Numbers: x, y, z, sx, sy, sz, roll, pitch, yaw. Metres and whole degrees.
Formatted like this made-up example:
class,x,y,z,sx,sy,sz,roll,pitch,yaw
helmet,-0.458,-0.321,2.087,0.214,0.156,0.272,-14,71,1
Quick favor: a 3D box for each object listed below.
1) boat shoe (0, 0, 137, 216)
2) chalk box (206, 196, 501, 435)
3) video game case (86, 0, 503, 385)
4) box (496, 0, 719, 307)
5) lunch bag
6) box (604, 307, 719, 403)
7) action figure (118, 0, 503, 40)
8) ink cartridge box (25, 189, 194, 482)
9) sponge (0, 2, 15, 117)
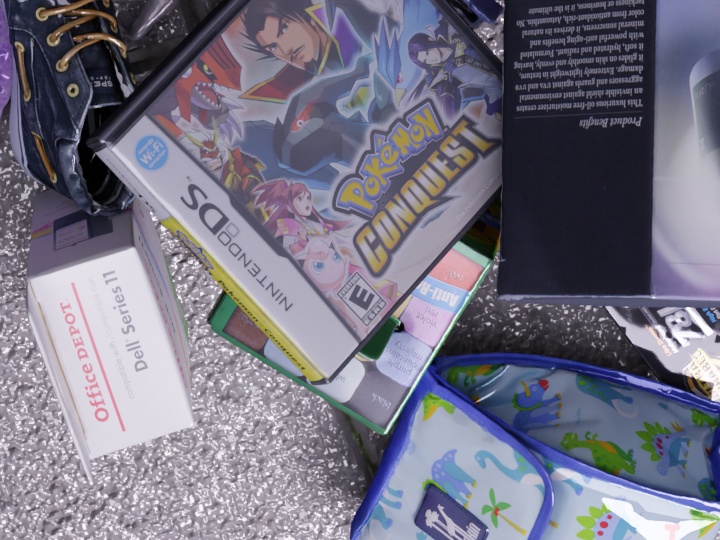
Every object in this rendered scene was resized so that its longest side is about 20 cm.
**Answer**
class,x,y,z,sx,sy,sz,roll,pitch,yaw
boat shoe,-0.159,-0.132,1.556,0.071,0.091,0.201,-17,118,-27
chalk box,0.000,0.000,1.576,0.124,0.200,0.124,31,104,-2
video game case,-0.017,-0.072,1.472,0.181,0.025,0.200,47,72,-13
box,0.184,-0.079,1.501,0.199,0.123,0.200,1,90,-42
lunch bag,0.105,0.146,1.673,0.199,0.128,0.171,18,125,-5
box,0.227,-0.035,1.673,0.198,0.050,0.200,-36,109,8
action figure,-0.026,-0.163,1.562,0.199,0.105,0.194,33,131,-2
ink cartridge box,-0.143,0.028,1.584,0.067,0.200,0.118,-17,110,1
sponge,-0.254,-0.110,1.579,0.111,0.030,0.201,21,98,-38
